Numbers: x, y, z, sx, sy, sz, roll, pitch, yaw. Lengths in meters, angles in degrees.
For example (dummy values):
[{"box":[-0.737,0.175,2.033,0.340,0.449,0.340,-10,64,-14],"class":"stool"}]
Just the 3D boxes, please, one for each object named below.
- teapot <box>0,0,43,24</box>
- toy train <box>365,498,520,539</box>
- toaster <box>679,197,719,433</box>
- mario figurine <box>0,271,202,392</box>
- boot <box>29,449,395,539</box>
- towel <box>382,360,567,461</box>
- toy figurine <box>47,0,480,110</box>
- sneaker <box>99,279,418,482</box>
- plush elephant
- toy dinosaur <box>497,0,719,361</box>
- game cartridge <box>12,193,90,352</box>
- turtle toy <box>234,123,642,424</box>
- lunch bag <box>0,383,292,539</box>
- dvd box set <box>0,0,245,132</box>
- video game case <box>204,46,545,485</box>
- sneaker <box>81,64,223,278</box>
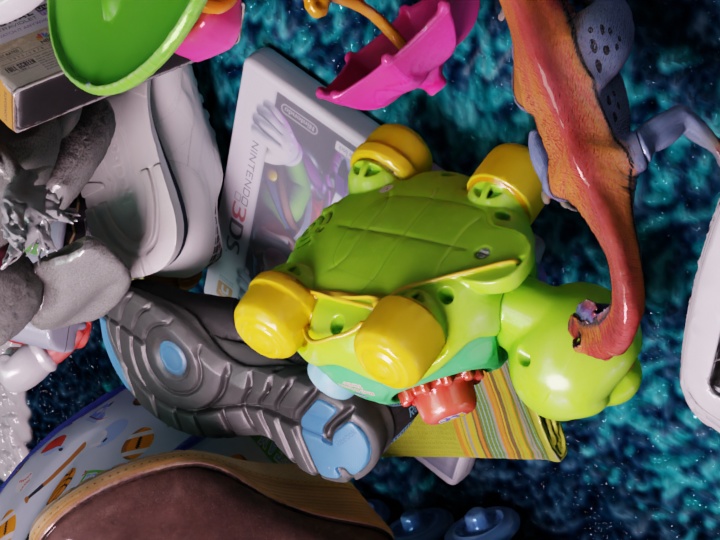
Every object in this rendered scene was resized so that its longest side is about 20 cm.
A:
[{"box":[-0.166,-0.254,0.986,0.145,0.197,0.201,15,136,37],"class":"teapot"},{"box":[0.021,0.191,1.166,0.199,0.114,0.087,-3,115,46],"class":"toy train"},{"box":[0.208,-0.005,0.829,0.113,0.129,0.201,30,135,26],"class":"toaster"},{"box":[-0.185,-0.004,1.238,0.199,0.124,0.106,-21,114,46],"class":"mario figurine"},{"box":[-0.057,0.175,1.040,0.167,0.198,0.073,64,143,34],"class":"boot"},{"box":[0.025,0.067,1.115,0.199,0.018,0.087,-6,110,48],"class":"towel"},{"box":[-0.027,-0.155,0.943,0.150,0.183,0.202,-15,66,49],"class":"toy figurine"},{"box":[-0.055,0.051,1.101,0.199,0.082,0.074,23,128,28],"class":"sneaker"},{"box":[-0.205,-0.029,1.057,0.201,0.163,0.156,60,143,38],"class":"plush elephant"},{"box":[0.085,-0.059,0.890,0.199,0.183,0.105,25,141,-32],"class":"toy dinosaur"},{"box":[-0.203,-0.061,1.204,0.133,0.040,0.202,9,91,44],"class":"game cartridge"},{"box":[0.044,0.017,0.984,0.199,0.146,0.102,13,142,37],"class":"turtle toy"},{"box":[-0.127,0.144,1.184,0.170,0.199,0.125,4,122,62],"class":"lunch bag"},{"box":[-0.177,-0.158,1.056,0.200,0.146,0.030,41,139,28],"class":"dvd box set"},{"box":[0.000,0.000,1.126,0.199,0.023,0.183,36,137,22],"class":"video game case"},{"box":[-0.120,-0.095,1.138,0.076,0.080,0.202,-7,89,31],"class":"sneaker"}]
